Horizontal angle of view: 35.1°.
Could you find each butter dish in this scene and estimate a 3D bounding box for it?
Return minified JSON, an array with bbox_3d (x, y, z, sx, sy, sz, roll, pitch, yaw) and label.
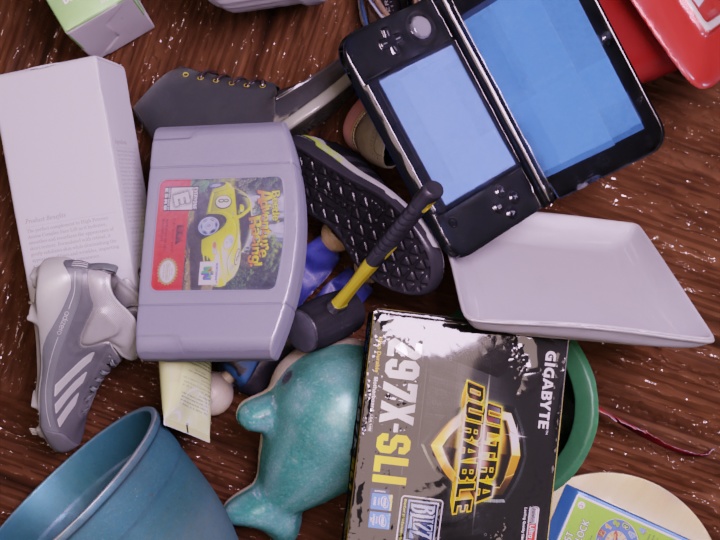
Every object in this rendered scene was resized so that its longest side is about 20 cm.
[{"bbox_3d":[0.227,-0.236,0.974,0.148,0.199,0.200,-31,94,44],"label":"butter dish"}]

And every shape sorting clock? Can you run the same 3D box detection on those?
[{"bbox_3d":[0.218,0.279,1.006,0.199,0.039,0.201,0,88,4],"label":"shape sorting clock"}]

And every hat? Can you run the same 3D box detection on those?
[{"bbox_3d":[0.169,0.127,1.021,0.166,0.176,0.200,-42,64,21],"label":"hat"}]

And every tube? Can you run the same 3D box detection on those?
[{"bbox_3d":[-0.153,0.043,0.974,0.058,0.052,0.201,5,66,-28],"label":"tube"}]

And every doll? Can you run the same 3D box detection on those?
[{"bbox_3d":[-0.078,0.050,1.008,0.136,0.048,0.200,44,95,0],"label":"doll"}]

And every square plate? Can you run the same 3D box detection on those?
[{"bbox_3d":[0.163,0.005,0.937,0.197,0.200,0.029,5,118,-8],"label":"square plate"}]

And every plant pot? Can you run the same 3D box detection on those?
[{"bbox_3d":[-0.182,0.249,0.939,0.200,0.200,0.188,-41,103,-1],"label":"plant pot"}]

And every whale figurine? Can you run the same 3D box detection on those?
[{"bbox_3d":[-0.035,0.156,0.970,0.159,0.104,0.200,31,100,-27],"label":"whale figurine"}]

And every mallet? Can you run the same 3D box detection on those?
[{"bbox_3d":[0.000,0.000,0.884,0.066,0.200,0.041,-26,72,-37],"label":"mallet"}]

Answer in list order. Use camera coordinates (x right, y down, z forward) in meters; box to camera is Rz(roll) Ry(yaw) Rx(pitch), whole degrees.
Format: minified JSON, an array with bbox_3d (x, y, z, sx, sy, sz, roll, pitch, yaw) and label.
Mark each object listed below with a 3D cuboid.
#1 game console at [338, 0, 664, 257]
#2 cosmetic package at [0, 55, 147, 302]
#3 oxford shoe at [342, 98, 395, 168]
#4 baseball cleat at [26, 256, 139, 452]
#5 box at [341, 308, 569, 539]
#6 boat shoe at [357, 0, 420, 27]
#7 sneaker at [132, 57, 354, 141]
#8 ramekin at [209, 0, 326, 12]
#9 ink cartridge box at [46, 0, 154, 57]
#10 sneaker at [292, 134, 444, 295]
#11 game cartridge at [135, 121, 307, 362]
[{"bbox_3d":[0.111,-0.139,0.897,0.170,0.118,0.200,-31,94,-32],"label":"game console"},{"bbox_3d":[-0.244,-0.076,0.987,0.101,0.074,0.201,-8,92,9],"label":"cosmetic package"},{"bbox_3d":[0.075,-0.165,0.990,0.200,0.074,0.071,-48,129,6],"label":"oxford shoe"},{"bbox_3d":[-0.226,0.080,0.958,0.106,0.070,0.201,5,128,0],"label":"baseball cleat"},{"bbox_3d":[0.074,0.137,0.896,0.159,0.049,0.201,8,86,-4],"label":"box"},{"bbox_3d":[0.017,-0.296,1.001,0.072,0.072,0.201,-20,91,-10],"label":"boat shoe"},{"bbox_3d":[-0.100,-0.155,1.000,0.200,0.075,0.106,-33,88,0],"label":"sneaker"},{"bbox_3d":[-0.099,-0.310,0.950,0.094,0.202,0.203,-14,89,12],"label":"ramekin"},{"bbox_3d":[-0.263,-0.293,0.982,0.067,0.117,0.200,-30,89,-1],"label":"ink cartridge box"},{"bbox_3d":[0.011,-0.059,0.971,0.200,0.083,0.072,44,124,25],"label":"sneaker"},{"bbox_3d":[-0.110,-0.026,0.928,0.133,0.041,0.201,-1,74,7],"label":"game cartridge"}]
